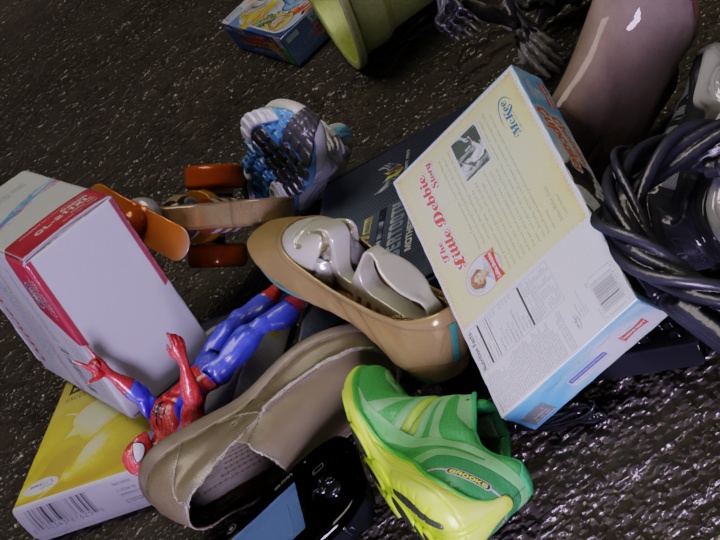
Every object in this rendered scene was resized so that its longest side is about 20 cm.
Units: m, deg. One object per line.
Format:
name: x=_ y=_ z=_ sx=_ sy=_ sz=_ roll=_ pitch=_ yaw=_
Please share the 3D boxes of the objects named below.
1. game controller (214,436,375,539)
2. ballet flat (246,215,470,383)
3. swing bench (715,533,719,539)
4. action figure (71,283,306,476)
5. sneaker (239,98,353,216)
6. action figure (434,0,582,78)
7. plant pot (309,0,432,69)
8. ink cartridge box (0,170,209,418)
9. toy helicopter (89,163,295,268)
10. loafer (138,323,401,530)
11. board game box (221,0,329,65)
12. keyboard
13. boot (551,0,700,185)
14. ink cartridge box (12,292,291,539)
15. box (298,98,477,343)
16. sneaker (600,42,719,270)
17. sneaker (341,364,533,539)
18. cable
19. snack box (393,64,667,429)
game controller: x=-0.071 y=0.187 z=1.255 sx=0.200 sy=0.042 sz=0.104 roll=-43 pitch=30 yaw=8
ballet flat: x=0.000 y=0.000 z=1.323 sx=0.068 sy=0.063 sz=0.200 roll=-32 pitch=49 yaw=-32
swing bench: x=0.257 y=0.149 z=0.868 sx=0.199 sy=0.130 sz=0.200 roll=-47 pitch=24 yaw=-14
action figure: x=-0.114 y=0.046 z=1.383 sx=0.200 sy=0.099 sz=0.065 roll=-55 pitch=30 yaw=-15
sneaker: x=-0.043 y=-0.096 z=1.548 sx=0.086 sy=0.075 sz=0.200 roll=-34 pitch=-6 yaw=-15
action figure: x=0.146 y=-0.208 z=1.527 sx=0.199 sy=0.102 sz=0.119 roll=-14 pitch=-29 yaw=-46
plant pot: x=0.033 y=-0.305 z=1.727 sx=0.184 sy=0.201 sz=0.200 roll=-28 pitch=28 yaw=-4
ink cartridge box: x=-0.211 y=0.012 z=1.490 sx=0.083 sy=0.146 sz=0.200 roll=-40 pitch=23 yaw=-16
toy helicopter: x=-0.116 y=-0.042 z=1.479 sx=0.132 sy=0.079 sz=0.200 roll=-2 pitch=0 yaw=-30
loafer: x=-0.051 y=0.111 z=1.330 sx=0.200 sy=0.076 sz=0.068 roll=-35 pitch=41 yaw=-1
board game box: x=-0.026 y=-0.280 z=1.894 sx=0.200 sy=0.035 sz=0.135 roll=-46 pitch=29 yaw=-12
keyboard: x=0.130 y=0.056 z=1.253 sx=0.199 sy=0.021 sz=0.127 roll=-13 pitch=38 yaw=40
boot: x=0.154 y=-0.121 z=1.313 sx=0.070 sy=0.200 sz=0.146 roll=29 pitch=63 yaw=32
ink cartridge box: x=-0.148 y=0.093 z=1.495 sx=0.197 sy=0.047 sz=0.201 roll=-22 pitch=35 yaw=29
box: x=0.039 y=-0.025 z=1.435 sx=0.157 sy=0.051 sz=0.200 roll=-28 pitch=29 yaw=26
sneaker: x=0.198 y=-0.066 z=1.286 sx=0.113 sy=0.076 sz=0.201 roll=-22 pitch=33 yaw=24
sneaker: x=0.048 y=0.111 z=1.228 sx=0.083 sy=0.074 sz=0.200 roll=-27 pitch=28 yaw=-10
cable: x=0.227 y=-0.030 z=1.145 sx=0.163 sy=0.051 sz=0.200 roll=-41 pitch=56 yaw=-14
snack box: x=0.100 y=-0.017 z=1.237 sx=0.116 sy=0.037 sz=0.201 roll=-43 pitch=49 yaw=25
